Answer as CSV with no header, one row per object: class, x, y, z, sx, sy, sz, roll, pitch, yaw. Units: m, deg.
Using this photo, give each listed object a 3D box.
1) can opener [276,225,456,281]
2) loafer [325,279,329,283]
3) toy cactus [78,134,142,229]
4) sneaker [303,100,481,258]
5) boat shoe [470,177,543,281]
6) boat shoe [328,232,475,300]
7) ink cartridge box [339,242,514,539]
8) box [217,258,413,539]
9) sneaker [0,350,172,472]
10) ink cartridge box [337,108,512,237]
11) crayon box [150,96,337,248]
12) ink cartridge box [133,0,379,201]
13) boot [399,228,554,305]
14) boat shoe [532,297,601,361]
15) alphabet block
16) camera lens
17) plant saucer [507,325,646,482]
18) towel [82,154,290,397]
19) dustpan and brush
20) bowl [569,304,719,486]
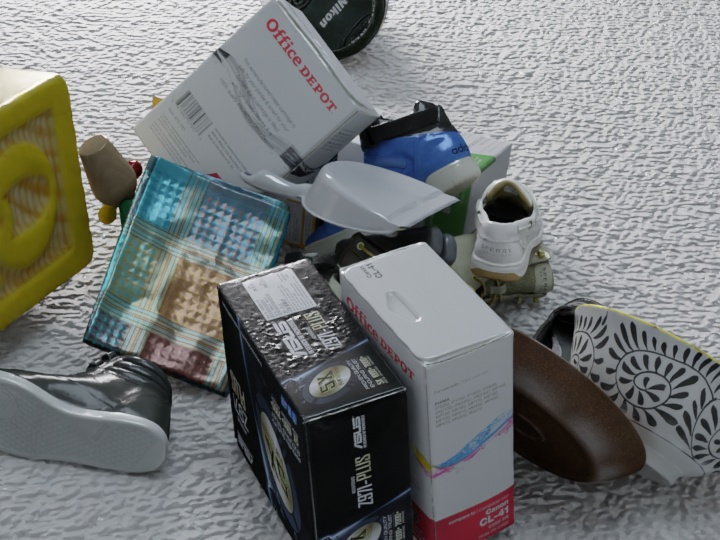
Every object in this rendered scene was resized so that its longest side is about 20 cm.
can opener,0.000,0.000,1.562,0.198,0.067,0.052,-13,-21,31
loafer,-0.033,0.062,1.489,0.199,0.077,0.068,26,30,30
toy cactus,-0.215,-0.060,1.578,0.101,0.166,0.201,-23,38,3
sneaker,0.013,-0.096,1.656,0.199,0.112,0.077,-30,-8,15
boat shoe,0.147,-0.057,1.598,0.070,0.070,0.200,6,24,5
boat shoe,0.068,0.033,1.462,0.199,0.061,0.072,26,11,9
ink cartridge box,0.054,0.104,1.303,0.085,0.202,0.148,-18,38,-22
box,-0.038,0.115,1.301,0.085,0.165,0.200,-16,36,-18
sneaker,-0.250,0.108,1.385,0.197,0.071,0.099,14,29,1
ink cartridge box,0.046,-0.109,1.767,0.198,0.085,0.146,16,22,16
crayon box,-0.123,-0.111,1.716,0.198,0.127,0.052,16,31,17
ink cartridge box,-0.101,-0.148,1.613,0.146,0.199,0.083,53,13,11
boot,0.122,0.018,1.600,0.153,0.073,0.201,-2,31,-18
boat shoe,0.200,0.067,1.539,0.066,0.058,0.200,16,32,17
alphabet block,-0.387,-0.068,1.499,0.198,0.199,0.195,8,30,24
camera lens,-0.057,-0.378,2.146,0.158,0.162,0.201,-3,31,-14
plant saucer,0.143,0.116,1.349,0.199,0.201,0.037,27,67,32
towel,-0.156,0.001,1.492,0.145,0.022,0.202,21,63,-6
dustpan and brush,-0.024,-0.070,1.520,0.198,0.058,0.139,27,23,18
bowl,0.248,0.121,1.388,0.199,0.201,0.095,27,80,31
